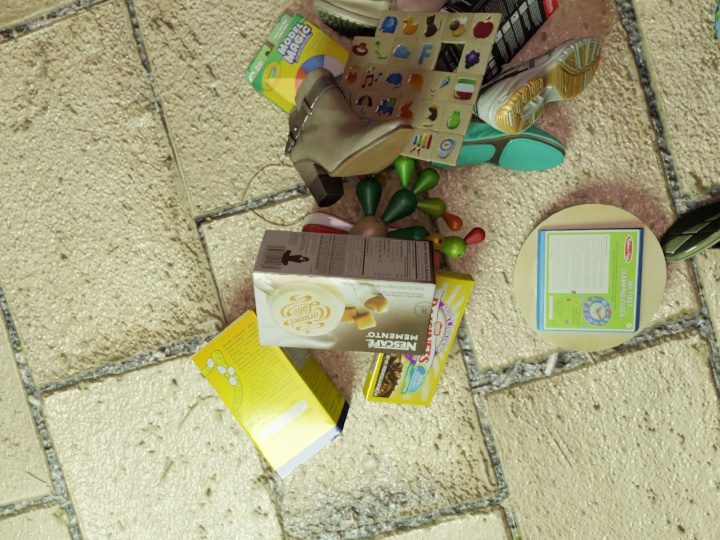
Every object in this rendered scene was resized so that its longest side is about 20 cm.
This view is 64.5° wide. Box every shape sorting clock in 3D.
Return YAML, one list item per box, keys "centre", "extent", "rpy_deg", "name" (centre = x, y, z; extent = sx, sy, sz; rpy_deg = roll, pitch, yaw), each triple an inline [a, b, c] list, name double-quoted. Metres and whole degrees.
- centre: [0.308, 0.011, 0.773]
  extent: [0.196, 0.039, 0.204]
  rpy_deg: [3, 102, 13]
  name: "shape sorting clock"

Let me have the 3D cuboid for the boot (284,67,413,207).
- centre: [-0.028, -0.175, 0.680]
  extent: [0.199, 0.070, 0.148]
  rpy_deg: [-31, 70, 45]
  name: "boot"

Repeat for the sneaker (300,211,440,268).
- centre: [0.000, 0.000, 0.758]
  extent: [0.197, 0.079, 0.117]
  rpy_deg: [12, 59, 15]
  name: "sneaker"

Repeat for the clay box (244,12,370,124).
- centre: [-0.058, -0.254, 0.779]
  extent: [0.199, 0.048, 0.116]
  rpy_deg: [36, 96, 0]
  name: "clay box"

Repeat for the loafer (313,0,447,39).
- centre: [0.037, -0.341, 0.755]
  extent: [0.197, 0.076, 0.069]
  rpy_deg: [12, 94, -6]
  name: "loafer"

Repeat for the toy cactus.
- centre: [0.041, -0.070, 0.708]
  extent: [0.165, 0.102, 0.200]
  rpy_deg: [-41, 80, -8]
  name: "toy cactus"

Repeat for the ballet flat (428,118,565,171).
- centre: [0.177, -0.174, 0.752]
  extent: [0.196, 0.068, 0.071]
  rpy_deg: [-2, 62, -13]
  name: "ballet flat"

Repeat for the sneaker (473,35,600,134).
- centre: [0.223, -0.251, 0.732]
  extent: [0.199, 0.087, 0.076]
  rpy_deg: [-33, 133, -21]
  name: "sneaker"

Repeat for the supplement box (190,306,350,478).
- centre: [-0.118, 0.156, 0.787]
  extent: [0.109, 0.109, 0.201]
  rpy_deg: [-36, 90, 7]
  name: "supplement box"

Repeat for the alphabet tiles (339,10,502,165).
- centre: [0.053, -0.223, 0.676]
  extent: [0.198, 0.008, 0.170]
  rpy_deg: [20, 95, 36]
  name: "alphabet tiles"

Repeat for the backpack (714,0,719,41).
- centre: [0.552, -0.319, 0.681]
  extent: [0.199, 0.135, 0.184]
  rpy_deg: [34, 96, 4]
  name: "backpack"

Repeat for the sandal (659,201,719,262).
- centre: [0.488, -0.062, 0.737]
  extent: [0.199, 0.080, 0.058]
  rpy_deg: [-29, 106, 6]
  name: "sandal"

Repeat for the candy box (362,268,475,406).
- centre: [0.076, 0.091, 0.766]
  extent: [0.101, 0.026, 0.203]
  rpy_deg: [8, 113, -19]
  name: "candy box"

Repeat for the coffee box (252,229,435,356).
- centre: [-0.017, 0.027, 0.663]
  extent: [0.196, 0.080, 0.116]
  rpy_deg: [4, 130, 0]
  name: "coffee box"

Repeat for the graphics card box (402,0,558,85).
- centre: [0.154, -0.303, 0.718]
  extent: [0.201, 0.125, 0.051]
  rpy_deg: [-49, 58, 7]
  name: "graphics card box"

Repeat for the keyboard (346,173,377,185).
- centre: [0.047, -0.203, 0.774]
  extent: [0.011, 0.056, 0.201]
  rpy_deg: [40, 99, 42]
  name: "keyboard"
